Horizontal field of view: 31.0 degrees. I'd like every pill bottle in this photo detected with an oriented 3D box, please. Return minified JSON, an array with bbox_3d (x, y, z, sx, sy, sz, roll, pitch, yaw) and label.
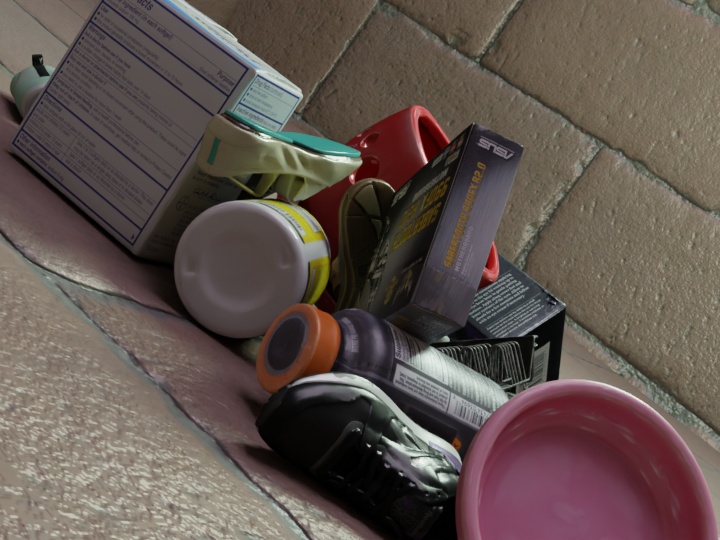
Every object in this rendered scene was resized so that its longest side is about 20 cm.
[{"bbox_3d":[0.016,0.097,1.000,0.200,0.106,0.106,30,9,-33],"label":"pill bottle"},{"bbox_3d":[-0.087,-0.007,1.155,0.114,0.115,0.200,35,7,4],"label":"pill bottle"}]

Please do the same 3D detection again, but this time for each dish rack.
[{"bbox_3d":[0.082,0.095,1.229,0.153,0.055,0.200,-7,-3,16],"label":"dish rack"}]

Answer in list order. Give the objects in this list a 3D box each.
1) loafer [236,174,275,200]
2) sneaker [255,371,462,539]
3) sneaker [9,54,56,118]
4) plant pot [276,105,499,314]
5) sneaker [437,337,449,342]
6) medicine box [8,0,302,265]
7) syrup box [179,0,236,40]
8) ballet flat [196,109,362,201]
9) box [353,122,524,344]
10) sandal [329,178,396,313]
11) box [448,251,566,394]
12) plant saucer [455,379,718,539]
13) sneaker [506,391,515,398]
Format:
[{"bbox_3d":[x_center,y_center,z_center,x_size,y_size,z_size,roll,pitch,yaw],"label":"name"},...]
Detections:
[{"bbox_3d":[-0.133,-0.077,1.271,0.199,0.070,0.075,-2,6,33],"label":"loafer"},{"bbox_3d":[0.019,0.138,0.898,0.200,0.076,0.088,29,15,-37],"label":"sneaker"},{"bbox_3d":[-0.282,-0.189,1.422,0.200,0.074,0.118,4,21,-31],"label":"sneaker"},{"bbox_3d":[0.025,-0.043,1.348,0.201,0.182,0.201,54,18,-27],"label":"plant pot"},{"bbox_3d":[0.043,0.060,1.430,0.075,0.087,0.200,28,9,-35],"label":"sneaker"},{"bbox_3d":[-0.187,-0.137,1.191,0.182,0.200,0.103,38,8,22],"label":"medicine box"},{"bbox_3d":[-0.219,-0.178,1.312,0.079,0.200,0.081,37,8,22],"label":"syrup box"},{"bbox_3d":[-0.072,-0.094,1.148,0.069,0.070,0.200,39,17,31],"label":"ballet flat"},{"bbox_3d":[0.053,-0.014,1.069,0.048,0.159,0.200,24,-18,-10],"label":"box"},{"bbox_3d":[0.000,0.000,1.232,0.080,0.201,0.054,-15,32,-27],"label":"sandal"},{"bbox_3d":[0.125,0.059,1.468,0.200,0.104,0.148,39,-33,36],"label":"box"},{"bbox_3d":[0.153,0.178,0.907,0.200,0.201,0.051,34,-29,-6],"label":"plant saucer"},{"bbox_3d":[0.167,0.185,1.263,0.200,0.076,0.091,33,17,14],"label":"sneaker"}]
